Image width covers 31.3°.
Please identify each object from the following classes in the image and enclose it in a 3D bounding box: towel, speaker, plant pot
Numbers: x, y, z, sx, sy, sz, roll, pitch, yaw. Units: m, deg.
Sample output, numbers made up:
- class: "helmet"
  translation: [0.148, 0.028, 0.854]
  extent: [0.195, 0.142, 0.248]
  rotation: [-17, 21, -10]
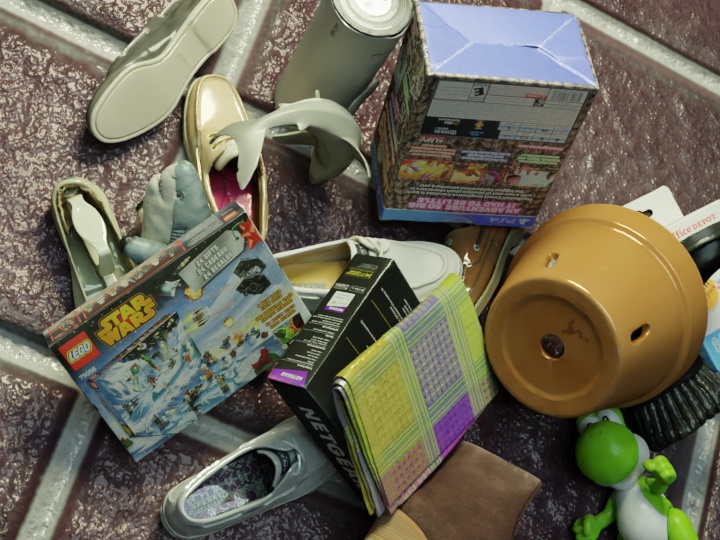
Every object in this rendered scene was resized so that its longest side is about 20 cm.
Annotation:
- class: "towel"
  translation: [0.050, 0.106, 1.141]
  extent: [0.200, 0.023, 0.144]
  rotation: [-41, 121, -41]
- class: "speaker"
  translation: [-0.020, -0.203, 1.218]
  extent: [0.081, 0.200, 0.081]
  rotation: [7, 68, -17]
- class: "plant pot"
  translation: [0.207, 0.050, 1.212]
  extent: [0.140, 0.200, 0.200]
  rotation: [-27, 85, -52]

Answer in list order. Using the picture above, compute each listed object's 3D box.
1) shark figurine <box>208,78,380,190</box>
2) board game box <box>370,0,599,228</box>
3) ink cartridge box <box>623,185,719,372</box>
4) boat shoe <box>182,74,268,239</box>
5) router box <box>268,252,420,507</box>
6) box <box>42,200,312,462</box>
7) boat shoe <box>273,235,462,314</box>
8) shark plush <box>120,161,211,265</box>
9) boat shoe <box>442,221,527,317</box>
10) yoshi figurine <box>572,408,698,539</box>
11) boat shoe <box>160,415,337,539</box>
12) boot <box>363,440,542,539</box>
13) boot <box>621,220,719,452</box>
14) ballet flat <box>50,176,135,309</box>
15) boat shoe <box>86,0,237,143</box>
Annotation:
- class: "shark figurine"
  translation: [-0.031, -0.113, 1.162]
  extent: [0.090, 0.128, 0.214]
  rotation: [55, 18, 16]
- class: "board game box"
  translation: [0.109, -0.142, 1.212]
  extent: [0.159, 0.200, 0.097]
  rotation: [3, 53, -13]
- class: "ink cartridge box"
  translation: [0.356, 0.004, 1.383]
  extent: [0.115, 0.068, 0.200]
  rotation: [-26, 85, -27]
- class: "boat shoe"
  translation: [-0.120, -0.099, 1.216]
  extent: [0.074, 0.069, 0.201]
  rotation: [-6, 77, -24]
- class: "router box"
  translation: [0.018, 0.106, 1.166]
  extent: [0.149, 0.051, 0.200]
  rotation: [-54, 131, -27]
- class: "box"
  translation: [-0.151, 0.052, 1.111]
  extent: [0.200, 0.040, 0.137]
  rotation: [-35, 117, -9]
- class: "boat shoe"
  translation: [0.000, 0.000, 1.206]
  extent: [0.199, 0.070, 0.071]
  rotation: [-4, 65, -6]
- class: "shark plush"
  translation: [-0.135, 0.003, 1.149]
  extent: [0.083, 0.091, 0.200]
  rotation: [-27, 100, 14]
- class: "boat shoe"
  translation: [0.107, -0.009, 1.289]
  extent: [0.068, 0.072, 0.200]
  rotation: [34, 55, -6]
- class: "yoshi figurine"
  translation: [0.264, 0.225, 1.259]
  extent: [0.112, 0.112, 0.200]
  rotation: [-23, 81, -20]
- class: "boat shoe"
  translation: [-0.084, 0.176, 1.147]
  extent: [0.200, 0.069, 0.072]
  rotation: [-18, 81, -27]
- class: "boot"
  translation: [0.112, 0.233, 1.108]
  extent: [0.200, 0.073, 0.166]
  rotation: [23, 49, 33]
- class: "boot"
  translation: [0.327, 0.066, 1.292]
  extent: [0.158, 0.211, 0.079]
  rotation: [50, 23, 10]
- class: "ballet flat"
  translation: [-0.226, 0.007, 1.142]
  extent: [0.069, 0.069, 0.200]
  rotation: [-21, 83, -26]
- class: "boat shoe"
  translation: [-0.197, -0.196, 1.230]
  extent: [0.200, 0.057, 0.067]
  rotation: [-50, 132, -23]
